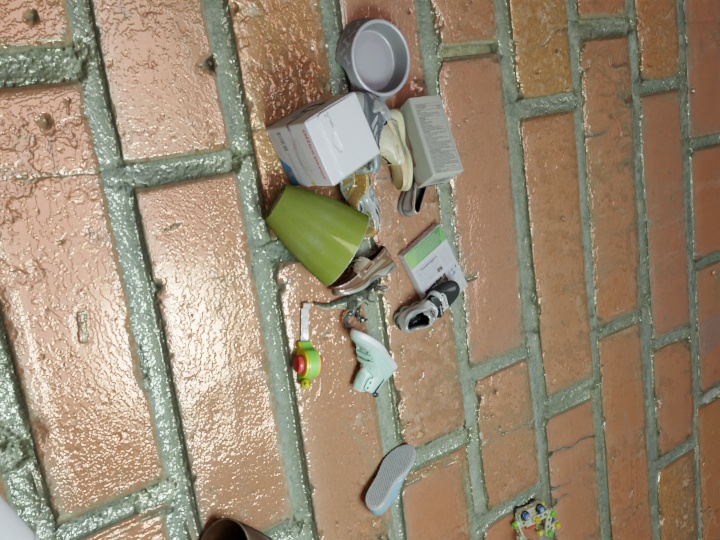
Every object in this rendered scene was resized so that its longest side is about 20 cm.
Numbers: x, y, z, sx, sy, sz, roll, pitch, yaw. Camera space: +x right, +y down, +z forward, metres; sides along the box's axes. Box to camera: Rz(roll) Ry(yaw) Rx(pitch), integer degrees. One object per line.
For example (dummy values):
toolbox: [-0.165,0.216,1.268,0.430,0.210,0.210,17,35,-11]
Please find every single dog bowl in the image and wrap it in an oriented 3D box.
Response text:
dog bowl: [0.037,-0.509,1.672,0.196,0.058,0.206,-4,97,-33]

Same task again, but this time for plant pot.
plant pot: [-0.112,-0.099,1.567,0.198,0.187,0.190,32,78,-15]
plant pot: [-0.245,0.672,1.565,0.199,0.184,0.191,32,78,-46]

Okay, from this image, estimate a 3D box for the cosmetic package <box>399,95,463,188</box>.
cosmetic package: [0.169,-0.320,1.722,0.101,0.087,0.205,-11,81,-27]

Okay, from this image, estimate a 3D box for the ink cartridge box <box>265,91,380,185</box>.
ink cartridge box: [-0.085,-0.286,1.532,0.145,0.198,0.149,-36,113,-24]

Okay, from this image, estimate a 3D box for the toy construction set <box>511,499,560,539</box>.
toy construction set: [0.529,0.783,2.123,0.197,0.091,0.135,-17,105,-42]

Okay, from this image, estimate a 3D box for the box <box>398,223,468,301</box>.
box: [0.196,0.001,1.846,0.144,0.036,0.203,-39,116,-24]

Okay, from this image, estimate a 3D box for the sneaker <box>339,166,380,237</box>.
sneaker: [0.001,-0.185,1.677,0.088,0.074,0.205,-54,135,-66]

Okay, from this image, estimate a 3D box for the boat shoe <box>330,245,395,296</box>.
boat shoe: [0.000,0.000,1.701,0.198,0.075,0.073,-31,108,-36]

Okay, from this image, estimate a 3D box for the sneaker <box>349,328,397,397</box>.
sneaker: [0.013,0.235,1.713,0.119,0.073,0.201,-53,134,-15]

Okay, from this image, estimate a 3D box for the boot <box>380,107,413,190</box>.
boot: [0.046,-0.284,1.693,0.153,0.072,0.206,-17,103,-31]

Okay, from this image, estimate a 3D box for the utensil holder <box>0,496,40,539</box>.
utensil holder: [-0.702,0.473,1.236,0.169,0.169,0.203,-37,112,-23]

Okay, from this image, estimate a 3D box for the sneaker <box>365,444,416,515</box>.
sneaker: [0.080,0.552,1.824,0.200,0.073,0.083,-47,147,-25]

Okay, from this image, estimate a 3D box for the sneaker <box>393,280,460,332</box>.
sneaker: [0.185,0.102,1.786,0.198,0.088,0.075,-34,111,-7]

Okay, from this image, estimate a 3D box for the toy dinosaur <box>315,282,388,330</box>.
toy dinosaur: [-0.019,0.093,1.714,0.196,0.047,0.091,-18,101,-25]

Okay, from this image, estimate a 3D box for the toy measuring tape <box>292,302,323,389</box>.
toy measuring tape: [-0.121,0.182,1.638,0.072,0.073,0.206,1,95,-32]

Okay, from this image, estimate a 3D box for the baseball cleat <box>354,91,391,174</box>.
baseball cleat: [0.035,-0.325,1.606,0.104,0.070,0.205,-10,81,-27]

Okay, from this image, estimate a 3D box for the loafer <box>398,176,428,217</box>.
loafer: [0.157,-0.233,1.777,0.071,0.062,0.205,21,84,-33]
